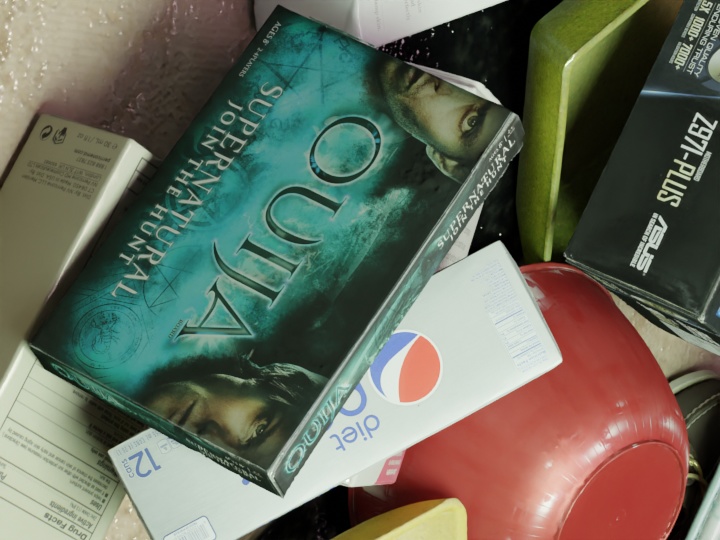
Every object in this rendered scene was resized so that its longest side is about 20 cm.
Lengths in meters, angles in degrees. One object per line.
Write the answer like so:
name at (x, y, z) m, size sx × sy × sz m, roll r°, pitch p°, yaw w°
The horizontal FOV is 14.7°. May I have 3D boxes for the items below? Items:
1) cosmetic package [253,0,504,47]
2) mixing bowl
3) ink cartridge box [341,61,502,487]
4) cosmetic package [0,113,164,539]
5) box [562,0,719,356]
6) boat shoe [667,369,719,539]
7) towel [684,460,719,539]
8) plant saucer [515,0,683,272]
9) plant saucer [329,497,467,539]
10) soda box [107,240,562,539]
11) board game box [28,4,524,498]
cosmetic package at (0.041, -0.190, 1.395) m, size 0.200 × 0.081 × 0.113 m, roll -22°, pitch 116°, yaw -40°
mixing bowl at (0.103, 0.107, 1.493) m, size 0.200 × 0.108 × 0.200 m, roll -24°, pitch 130°, yaw -31°
ink cartridge box at (0.000, 0.000, 1.369) m, size 0.147 × 0.083 × 0.200 m, roll 23°, pitch 84°, yaw -80°
cosmetic package at (-0.142, 0.041, 1.292) m, size 0.105 × 0.071 × 0.200 m, roll 39°, pitch 75°, yaw -44°
box at (0.207, -0.043, 1.506) m, size 0.164 × 0.086 × 0.200 m, roll -64°, pitch 156°, yaw -3°
boat shoe at (0.167, 0.135, 1.628) m, size 0.200 × 0.059 × 0.072 m, roll -41°, pitch 127°, yaw -28°
towel at (0.225, 0.158, 1.648) m, size 0.200 × 0.048 × 0.171 m, roll -65°, pitch 166°, yaw -7°
plant saucer at (0.150, -0.109, 1.509) m, size 0.200 × 0.048 × 0.200 m, roll -40°, pitch 152°, yaw -29°
plant saucer at (-0.034, 0.223, 1.441) m, size 0.200 × 0.048 × 0.200 m, roll -26°, pitch 130°, yaw -30°
soda box at (-0.011, 0.061, 1.254) m, size 0.200 × 0.068 × 0.064 m, roll -28°, pitch 88°, yaw -3°
board game box at (-0.035, -0.013, 1.233) m, size 0.200 × 0.135 × 0.028 m, roll -56°, pitch 153°, yaw -17°
